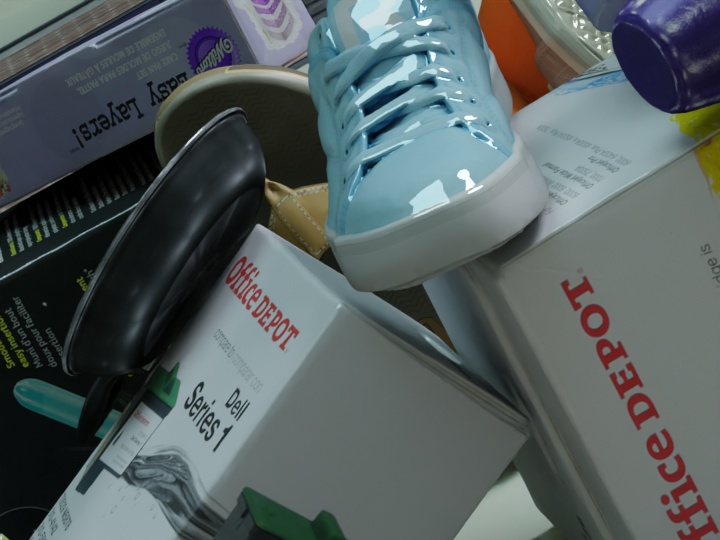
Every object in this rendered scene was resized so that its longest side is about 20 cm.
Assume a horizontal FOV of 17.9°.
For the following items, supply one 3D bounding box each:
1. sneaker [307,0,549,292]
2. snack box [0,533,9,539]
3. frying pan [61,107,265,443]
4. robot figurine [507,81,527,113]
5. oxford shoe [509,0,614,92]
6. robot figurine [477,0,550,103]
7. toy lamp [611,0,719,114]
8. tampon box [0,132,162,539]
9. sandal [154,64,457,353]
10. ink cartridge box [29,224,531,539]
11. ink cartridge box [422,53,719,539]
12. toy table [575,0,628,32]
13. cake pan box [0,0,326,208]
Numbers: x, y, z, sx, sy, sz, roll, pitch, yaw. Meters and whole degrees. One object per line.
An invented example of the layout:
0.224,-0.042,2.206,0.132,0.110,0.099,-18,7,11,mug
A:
0.009,-0.057,0.739,0.074,0.082,0.200,-28,18,7,sneaker
-0.217,0.180,0.913,0.200,0.053,0.142,-10,45,45,snack box
-0.084,0.022,0.846,0.190,0.031,0.115,-62,-9,29,frying pan
0.035,-0.033,1.023,0.143,0.117,0.200,-13,30,-8,robot figurine
0.111,-0.078,0.995,0.075,0.200,0.058,-22,-22,-46,oxford shoe
0.122,-0.152,1.086,0.116,0.200,0.144,-6,34,-26,robot figurine
0.164,-0.113,0.704,0.200,0.058,0.058,-32,17,-15,toy lamp
-0.115,0.042,1.038,0.200,0.150,0.126,-28,17,-3,tampon box
0.000,0.000,0.892,0.080,0.200,0.054,-38,7,12,sandal
-0.047,0.095,0.781,0.200,0.084,0.146,-55,18,1,ink cartridge box
0.136,-0.003,0.779,0.200,0.148,0.145,-31,17,-8,ink cartridge box
0.118,-0.172,0.781,0.200,0.117,0.184,-28,-12,-47,toy table
-0.078,-0.102,1.044,0.200,0.052,0.184,-23,11,32,cake pan box
